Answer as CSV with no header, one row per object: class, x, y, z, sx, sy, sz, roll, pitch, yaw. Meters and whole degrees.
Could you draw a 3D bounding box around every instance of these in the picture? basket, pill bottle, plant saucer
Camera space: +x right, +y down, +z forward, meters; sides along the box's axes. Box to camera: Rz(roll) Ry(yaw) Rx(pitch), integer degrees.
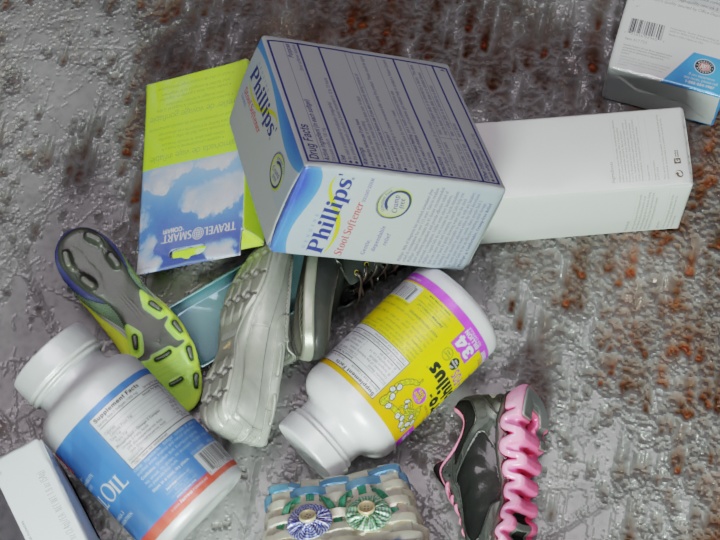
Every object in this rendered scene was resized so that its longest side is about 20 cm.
basket,-0.012,0.275,1.489,0.174,0.140,0.202,-10,60,-2
pill bottle,-0.210,0.146,1.546,0.112,0.112,0.200,-43,83,-13
plant saucer,-0.083,0.016,1.656,0.199,0.019,0.070,-31,72,-8
pill bottle,0.022,0.097,1.575,0.200,0.104,0.104,-43,73,-12

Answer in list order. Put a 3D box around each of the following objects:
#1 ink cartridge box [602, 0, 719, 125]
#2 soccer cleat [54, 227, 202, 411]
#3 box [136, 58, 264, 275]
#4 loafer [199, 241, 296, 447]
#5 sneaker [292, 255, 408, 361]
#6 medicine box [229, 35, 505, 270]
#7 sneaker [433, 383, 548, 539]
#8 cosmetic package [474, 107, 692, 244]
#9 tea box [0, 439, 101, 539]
ink cartridge box,0.319,-0.256,1.715,0.115,0.068,0.202,16,71,8
soccer cleat,-0.212,0.044,1.626,0.064,0.084,0.201,-37,93,-10
box,-0.149,-0.092,1.659,0.121,0.048,0.202,-11,66,26
loafer,-0.092,0.066,1.601,0.069,0.070,0.202,30,60,-29
sneaker,0.000,0.000,1.595,0.105,0.075,0.202,12,54,-4
medicine box,0.002,-0.105,1.572,0.198,0.103,0.183,5,41,-24
sneaker,0.109,0.200,1.560,0.094,0.079,0.202,-1,67,26
cosmetic package,0.202,-0.087,1.636,0.198,0.108,0.086,-3,69,0
tea box,-0.306,0.289,1.500,0.196,0.134,0.201,-29,71,-8
